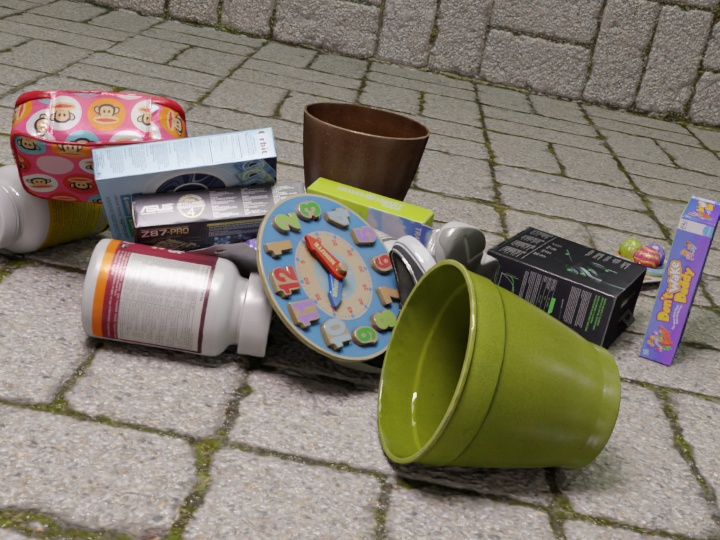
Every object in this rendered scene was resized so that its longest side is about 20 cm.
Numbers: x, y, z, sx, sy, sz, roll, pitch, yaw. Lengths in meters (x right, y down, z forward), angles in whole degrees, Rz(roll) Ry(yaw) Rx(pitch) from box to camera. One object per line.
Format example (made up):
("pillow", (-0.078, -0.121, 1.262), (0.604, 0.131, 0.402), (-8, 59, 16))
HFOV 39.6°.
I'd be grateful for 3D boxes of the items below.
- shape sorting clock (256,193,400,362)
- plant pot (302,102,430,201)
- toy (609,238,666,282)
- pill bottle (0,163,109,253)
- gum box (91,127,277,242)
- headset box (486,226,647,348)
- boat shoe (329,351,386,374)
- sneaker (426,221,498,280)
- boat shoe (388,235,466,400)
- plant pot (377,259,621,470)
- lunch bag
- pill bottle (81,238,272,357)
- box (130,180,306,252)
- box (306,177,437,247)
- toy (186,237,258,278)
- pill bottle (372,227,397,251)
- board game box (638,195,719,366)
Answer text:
("shape sorting clock", (-0.028, 0.004, 1.093), (0.199, 0.039, 0.201), (19, 55, -30))
("plant pot", (-0.009, -0.126, 1.476), (0.186, 0.201, 0.187), (10, 21, -4))
("toy", (0.453, -0.021, 1.638), (0.199, 0.048, 0.115), (-7, 29, -39))
("pill bottle", (-0.411, -0.086, 1.290), (0.112, 0.113, 0.200), (21, 23, 24))
("gum box", (-0.198, -0.092, 1.166), (0.199, 0.170, 0.045), (-8, 65, -8))
("headset box", (0.285, 0.027, 1.387), (0.199, 0.093, 0.174), (21, 23, 23))
("boat shoe", (0.060, 0.089, 1.153), (0.199, 0.068, 0.072), (14, 19, 2))
("sneaker", (0.104, -0.016, 1.165), (0.080, 0.071, 0.200), (32, -4, 19))
("boat shoe", (0.074, 0.058, 1.101), (0.056, 0.201, 0.069), (-21, -9, -22))
("plant pot", (0.144, 0.114, 0.993), (0.192, 0.201, 0.201), (18, 18, -18))
("lunch bag", (-0.305, -0.134, 1.189), (0.198, 0.176, 0.082), (2, 63, -9))
("pill bottle", (-0.196, 0.034, 1.098), (0.199, 0.110, 0.110), (10, 21, -4))
("box", (-0.167, -0.036, 1.184), (0.199, 0.161, 0.049), (-7, 64, -13))
("box", (0.018, -0.044, 1.383), (0.199, 0.123, 0.048), (19, 35, 19))
("toy", (-0.088, -0.001, 1.164), (0.115, 0.047, 0.200), (-7, -31, 46))
("pill bottle", (0.000, 0.000, 1.281), (0.113, 0.114, 0.199), (-11, 31, -45))
("board game box", (0.435, 0.011, 1.354), (0.045, 0.201, 0.134), (18, 21, 19))
